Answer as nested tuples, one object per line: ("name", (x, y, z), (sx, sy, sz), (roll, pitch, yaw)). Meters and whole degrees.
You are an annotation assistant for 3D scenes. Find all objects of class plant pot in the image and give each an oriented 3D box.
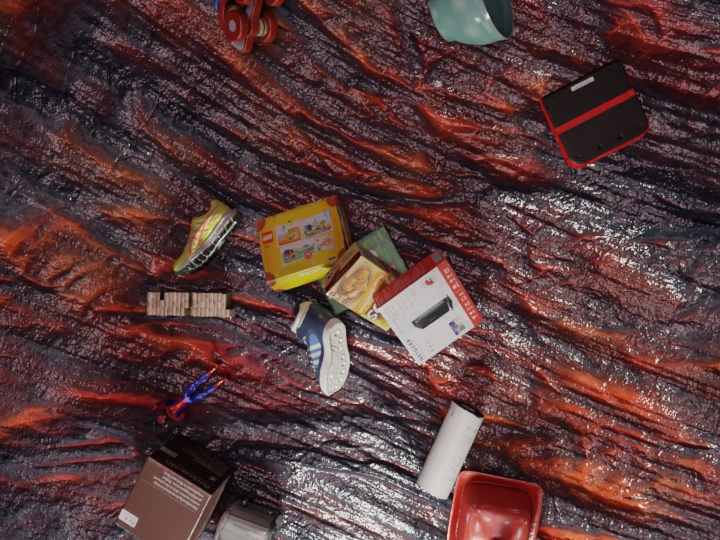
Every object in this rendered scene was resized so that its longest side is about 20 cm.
("plant pot", (0.228, -0.572, 1.529), (0.131, 0.198, 0.207), (-13, 90, 32))

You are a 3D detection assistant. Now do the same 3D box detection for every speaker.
("speaker", (0.198, 0.397, 1.585), (0.079, 0.081, 0.205), (24, 93, 5))

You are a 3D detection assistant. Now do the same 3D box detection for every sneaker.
("sneaker", (-0.098, 0.167, 1.626), (0.145, 0.079, 0.205), (29, 130, 39))
("sneaker", (-0.366, -0.077, 1.646), (0.090, 0.078, 0.201), (42, 89, 12))

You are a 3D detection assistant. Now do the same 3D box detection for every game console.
("game console", (0.516, -0.340, 1.573), (0.196, 0.031, 0.181), (-26, 84, 5))

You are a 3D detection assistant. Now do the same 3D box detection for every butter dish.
("butter dish", (0.289, 0.561, 1.533), (0.193, 0.148, 0.206), (9, 104, 6))

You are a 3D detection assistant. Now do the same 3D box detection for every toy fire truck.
("toy fire truck", (-0.265, -0.607, 1.600), (0.168, 0.111, 0.204), (42, 128, 28))

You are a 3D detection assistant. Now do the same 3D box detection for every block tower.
("block tower", (-0.390, 0.076, 1.654), (0.193, 0.054, 0.060), (3, 92, 5))

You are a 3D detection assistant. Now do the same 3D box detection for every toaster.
("toaster", (-0.264, 0.622, 1.621), (0.126, 0.114, 0.205), (20, 95, 9))

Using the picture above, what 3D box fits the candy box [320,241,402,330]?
("candy box", (0.023, 0.037, 1.545), (0.116, 0.056, 0.198), (-45, 128, 16))

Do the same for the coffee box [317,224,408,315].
("coffee box", (0.000, 0.000, 1.618), (0.197, 0.044, 0.125), (-31, 87, 5))

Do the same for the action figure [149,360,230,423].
("action figure", (-0.398, 0.292, 1.639), (0.199, 0.099, 0.066), (-39, 86, 7))

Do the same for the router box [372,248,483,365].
("router box", (0.148, 0.082, 1.549), (0.177, 0.049, 0.201), (-35, 124, 4))

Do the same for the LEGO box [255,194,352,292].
("LEGO box", (-0.121, -0.058, 1.586), (0.194, 0.077, 0.153), (-16, 70, 10))

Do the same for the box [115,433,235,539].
("box", (-0.403, 0.496, 1.588), (0.163, 0.200, 0.167), (29, 93, 4))
